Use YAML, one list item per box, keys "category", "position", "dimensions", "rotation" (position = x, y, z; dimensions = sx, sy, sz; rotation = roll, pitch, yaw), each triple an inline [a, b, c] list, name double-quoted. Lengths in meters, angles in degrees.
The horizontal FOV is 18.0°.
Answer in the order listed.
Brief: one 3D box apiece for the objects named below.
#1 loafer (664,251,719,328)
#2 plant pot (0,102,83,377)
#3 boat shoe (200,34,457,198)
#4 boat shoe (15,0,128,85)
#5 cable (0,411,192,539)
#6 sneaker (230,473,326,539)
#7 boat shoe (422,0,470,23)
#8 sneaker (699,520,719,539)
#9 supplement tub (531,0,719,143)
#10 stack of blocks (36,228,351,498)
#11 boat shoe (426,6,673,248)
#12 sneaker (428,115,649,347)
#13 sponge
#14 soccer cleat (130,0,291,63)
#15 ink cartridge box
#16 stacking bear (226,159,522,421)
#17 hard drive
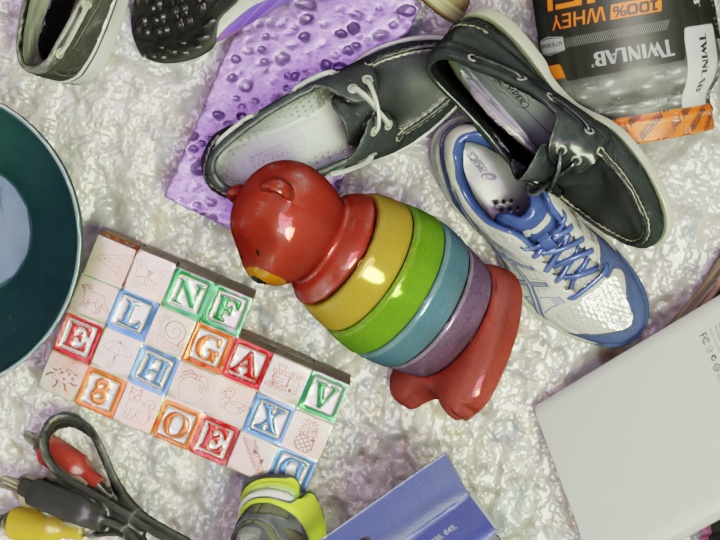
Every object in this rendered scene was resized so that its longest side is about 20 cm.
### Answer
- category: "loafer"
  position: [0.243, 0.049, 1.565]
  dimensions: [0.072, 0.063, 0.201]
  rotation: [27, 93, 6]
- category: "plant pot"
  position: [-0.278, -0.025, 1.536]
  dimensions: [0.199, 0.135, 0.201]
  rotation: [0, 94, 1]
- category: "boat shoe"
  position: [-0.013, -0.099, 1.534]
  dimensions: [0.199, 0.060, 0.076]
  rotation: [-29, 95, 1]
- category: "boat shoe"
  position: [-0.184, -0.225, 1.546]
  dimensions: [0.070, 0.064, 0.201]
  rotation: [17, 95, 26]
- category: "cable"
  position: [-0.166, 0.167, 1.568]
  dimensions: [0.199, 0.050, 0.098]
  rotation: [23, 82, 17]
- category: "sneaker"
  position: [-0.054, 0.243, 1.556]
  dimensions: [0.073, 0.081, 0.201]
  rotation: [-6, 115, 24]
- category: "boat shoe"
  position: [0.018, -0.258, 1.545]
  dimensions: [0.063, 0.073, 0.200]
  rotation: [-37, 92, 6]
- category: "sneaker"
  position: [0.303, 0.125, 1.552]
  dimensions: [0.086, 0.080, 0.201]
  rotation: [26, 81, -9]
- category: "supplement tub"
  position: [0.174, -0.185, 1.523]
  dimensions: [0.122, 0.123, 0.201]
  rotation: [-10, 93, 2]
- category: "stack of blocks"
  position: [-0.108, 0.063, 1.576]
  dimensions: [0.199, 0.059, 0.116]
  rotation: [23, 95, -1]
- category: "boat shoe"
  position: [0.118, -0.083, 1.481]
  dimensions: [0.066, 0.075, 0.200]
  rotation: [-33, 82, -40]
- category: "sneaker"
  position: [0.119, -0.021, 1.553]
  dimensions: [0.200, 0.088, 0.075]
  rotation: [44, 92, -3]
- category: "sponge"
  position: [-0.047, -0.118, 1.578]
  dimensions: [0.111, 0.030, 0.201]
  rotation: [24, 93, -2]
- category: "soccer cleat"
  position: [-0.076, -0.192, 1.532]
  dimensions: [0.200, 0.073, 0.069]
  rotation: [-26, 79, 41]
- category: "ink cartridge box"
  position: [0.021, 0.246, 1.524]
  dimensions: [0.197, 0.047, 0.200]
  rotation: [-35, 135, -5]
- category: "stacking bear"
  position: [0.000, 0.000, 1.510]
  dimensions: [0.200, 0.121, 0.114]
  rotation: [33, 79, -24]
- category: "hard drive"
  position: [0.220, 0.103, 1.524]
  dimensions: [0.200, 0.027, 0.132]
  rotation: [-33, 60, 26]
